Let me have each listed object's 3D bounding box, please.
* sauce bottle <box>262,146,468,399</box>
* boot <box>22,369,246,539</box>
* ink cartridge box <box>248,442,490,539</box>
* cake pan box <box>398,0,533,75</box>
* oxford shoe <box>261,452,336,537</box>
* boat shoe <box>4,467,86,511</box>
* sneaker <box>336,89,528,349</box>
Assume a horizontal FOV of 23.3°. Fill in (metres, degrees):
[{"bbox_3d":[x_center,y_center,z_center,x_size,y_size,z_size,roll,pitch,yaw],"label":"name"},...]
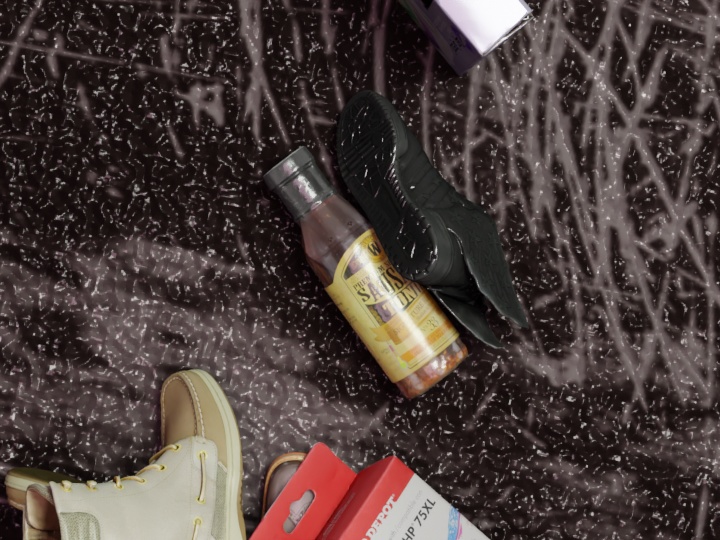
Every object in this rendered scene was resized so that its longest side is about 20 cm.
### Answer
[{"bbox_3d":[0.000,0.000,1.303,0.066,0.066,0.201,-38,93,3],"label":"sauce bottle"},{"bbox_3d":[-0.164,0.155,1.250,0.153,0.072,0.202,9,56,-30],"label":"boot"},{"bbox_3d":[0.026,0.222,1.280,0.200,0.067,0.117,41,59,-8],"label":"ink cartridge box"},{"bbox_3d":[0.038,-0.226,1.223,0.052,0.200,0.184,-41,94,1],"label":"cake pan box"},{"bbox_3d":[-0.035,0.238,1.312,0.071,0.073,0.202,-10,93,2],"label":"oxford shoe"},{"bbox_3d":[-0.182,0.209,1.317,0.199,0.073,0.064,25,89,-8],"label":"boat shoe"},{"bbox_3d":[0.054,-0.039,1.300,0.060,0.104,0.201,-39,56,27],"label":"sneaker"}]
